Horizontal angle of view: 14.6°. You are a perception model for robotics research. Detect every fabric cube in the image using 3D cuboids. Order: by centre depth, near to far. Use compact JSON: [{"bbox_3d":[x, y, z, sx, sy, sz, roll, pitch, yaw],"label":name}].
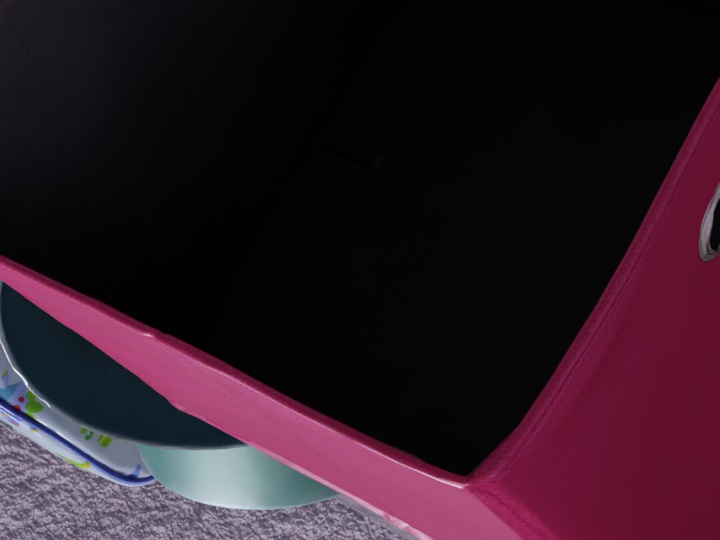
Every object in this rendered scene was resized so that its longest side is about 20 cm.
[{"bbox_3d":[0.029,-0.033,0.779,0.200,0.196,0.199,26,170,27],"label":"fabric cube"}]

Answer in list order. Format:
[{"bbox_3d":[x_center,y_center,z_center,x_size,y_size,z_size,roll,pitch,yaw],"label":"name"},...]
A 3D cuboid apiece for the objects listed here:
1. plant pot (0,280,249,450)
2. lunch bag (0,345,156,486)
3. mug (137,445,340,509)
[{"bbox_3d":[-0.060,-0.041,1.179,0.200,0.200,0.135,38,-154,-40],"label":"plant pot"},{"bbox_3d":[-0.133,0.010,1.575,0.161,0.200,0.082,35,171,-32],"label":"lunch bag"},{"bbox_3d":[-0.035,0.021,1.406,0.152,0.185,0.115,16,129,35],"label":"mug"}]
